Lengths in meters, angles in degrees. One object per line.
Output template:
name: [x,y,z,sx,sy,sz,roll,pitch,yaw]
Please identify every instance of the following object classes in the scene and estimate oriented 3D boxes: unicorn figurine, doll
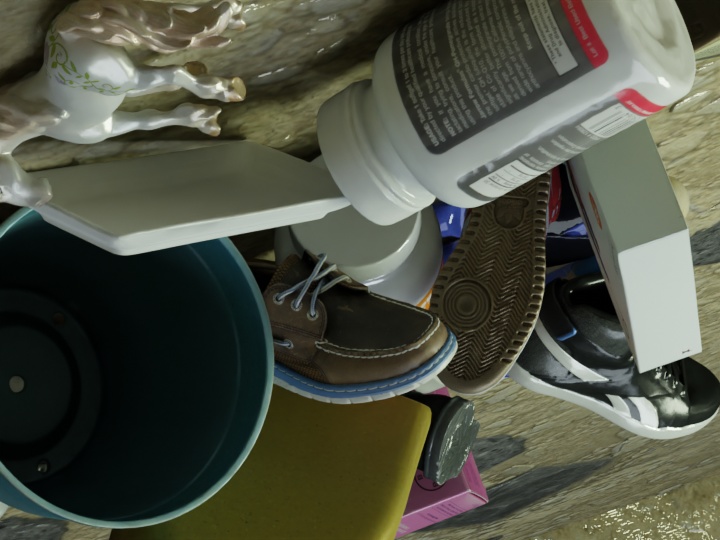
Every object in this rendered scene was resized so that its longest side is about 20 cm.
unicorn figurine: [-0.135,-0.087,1.134,0.136,0.074,0.201,-5,146,-18]
doll: [0.137,-0.031,1.598,0.198,0.049,0.137,-13,125,3]

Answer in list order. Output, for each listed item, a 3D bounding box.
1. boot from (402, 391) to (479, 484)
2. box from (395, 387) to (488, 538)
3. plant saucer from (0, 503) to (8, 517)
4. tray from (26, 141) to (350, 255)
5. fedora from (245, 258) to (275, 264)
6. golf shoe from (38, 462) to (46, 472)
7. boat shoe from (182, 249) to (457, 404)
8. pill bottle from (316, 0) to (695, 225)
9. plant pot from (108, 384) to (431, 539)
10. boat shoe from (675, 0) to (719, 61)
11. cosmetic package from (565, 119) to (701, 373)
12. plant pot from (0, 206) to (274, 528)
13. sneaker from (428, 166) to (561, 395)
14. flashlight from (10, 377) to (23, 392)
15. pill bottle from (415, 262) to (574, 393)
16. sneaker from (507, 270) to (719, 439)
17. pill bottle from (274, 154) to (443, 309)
boot: [-0.014,0.096,1.701,0.199,0.066,0.165,24,171,10]
box: [-0.021,0.139,1.835,0.199,0.177,0.097,-22,165,8]
plant saucer: [-0.373,0.220,1.846,0.199,0.051,0.200,-17,175,-1]
tray: [-0.097,-0.040,1.259,0.107,0.022,0.199,24,-156,38]
fedora: [-0.092,0.085,1.618,0.199,0.202,0.082,-14,-164,-21]
golf shoe: [-0.175,0.129,1.791,0.198,0.078,0.088,-1,169,-5]
boat shoe: [-0.035,0.030,1.367,0.199,0.073,0.072,3,-142,34]
pill bottle: [0.077,-0.103,1.246,0.199,0.111,0.110,-28,163,26]
plant pot: [-0.076,0.194,1.473,0.194,0.200,0.195,15,119,-2]
boat shoe: [0.244,-0.166,1.326,0.199,0.074,0.063,-21,172,15]
cosmetic package: [0.171,-0.041,1.441,0.051,0.152,0.200,-21,154,2]
plant pot: [-0.181,0.060,1.364,0.199,0.202,0.188,-11,177,-29]
sneaker: [0.090,-0.014,1.452,0.071,0.202,0.112,12,172,6]
flashlight: [-0.197,0.079,1.627,0.068,0.068,0.200,-57,158,14]
pill bottle: [0.118,0.019,1.720,0.199,0.113,0.112,-27,163,23]
sneaker: [0.209,0.059,1.636,0.199,0.074,0.112,15,140,-28]
pill bottle: [0.000,0.000,1.482,0.111,0.113,0.200,-18,157,-5]
